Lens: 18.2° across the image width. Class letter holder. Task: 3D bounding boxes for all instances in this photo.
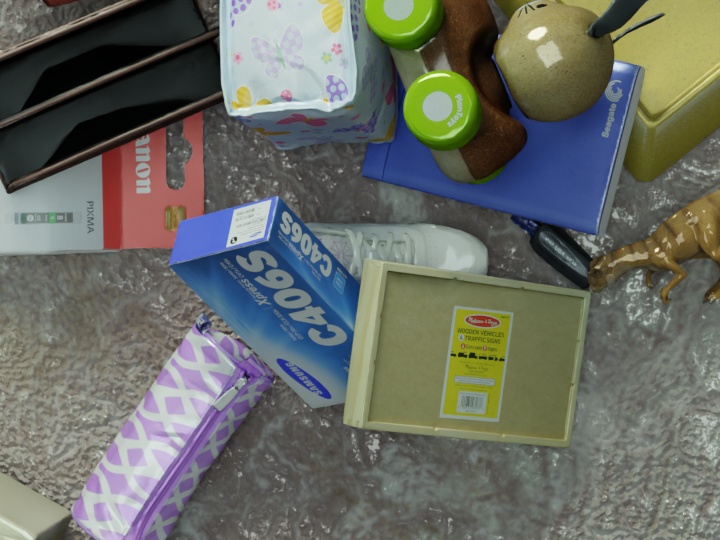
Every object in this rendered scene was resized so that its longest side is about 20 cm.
[{"bbox_3d":[-0.194,-0.145,1.706,0.199,0.142,0.101,-24,95,-11],"label":"letter holder"}]

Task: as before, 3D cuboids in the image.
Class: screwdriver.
[{"bbox_3d":[0.108,-0.055,1.771,0.200,0.028,0.029,38,123,10],"label":"screwdriver"}]

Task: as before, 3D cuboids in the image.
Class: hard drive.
[{"bbox_3d":[0.109,-0.114,1.737,0.199,0.025,0.133,15,92,22],"label":"hard drive"}]

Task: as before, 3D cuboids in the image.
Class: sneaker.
[{"bbox_3d":[0.000,0.000,1.739,0.198,0.100,0.076,-2,85,4],"label":"sneaker"}]

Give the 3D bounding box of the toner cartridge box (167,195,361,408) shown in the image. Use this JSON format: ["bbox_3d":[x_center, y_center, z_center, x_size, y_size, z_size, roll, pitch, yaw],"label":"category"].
[{"bbox_3d":[-0.048,0.028,1.695,0.094,0.200,0.043,-12,48,33],"label":"toner cartridge box"}]

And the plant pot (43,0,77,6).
[{"bbox_3d":[-0.183,-0.310,1.694,0.199,0.200,0.177,-9,107,26],"label":"plant pot"}]

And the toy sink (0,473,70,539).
[{"bbox_3d":[-0.347,0.200,1.750,0.199,0.130,0.113,28,93,3],"label":"toy sink"}]

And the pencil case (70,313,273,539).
[{"bbox_3d":[-0.145,0.137,1.760,0.084,0.085,0.201,30,96,-36],"label":"pencil case"}]

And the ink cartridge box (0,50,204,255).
[{"bbox_3d":[-0.226,-0.094,1.785,0.198,0.050,0.162,-1,91,7],"label":"ink cartridge box"}]

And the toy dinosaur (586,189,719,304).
[{"bbox_3d":[0.268,-0.034,1.727,0.200,0.060,0.106,-38,101,-3],"label":"toy dinosaur"}]

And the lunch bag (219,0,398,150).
[{"bbox_3d":[-0.042,-0.203,1.697,0.126,0.170,0.202,-1,85,11],"label":"lunch bag"}]

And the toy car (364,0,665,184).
[{"bbox_3d":[0.125,-0.167,1.643,0.199,0.164,0.159,-22,78,9],"label":"toy car"}]

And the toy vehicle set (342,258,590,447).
[{"bbox_3d":[0.083,0.065,1.712,0.199,0.026,0.125,8,91,-32],"label":"toy vehicle set"}]

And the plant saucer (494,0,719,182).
[{"bbox_3d":[0.236,-0.205,1.742,0.200,0.048,0.200,-39,87,4],"label":"plant saucer"}]
